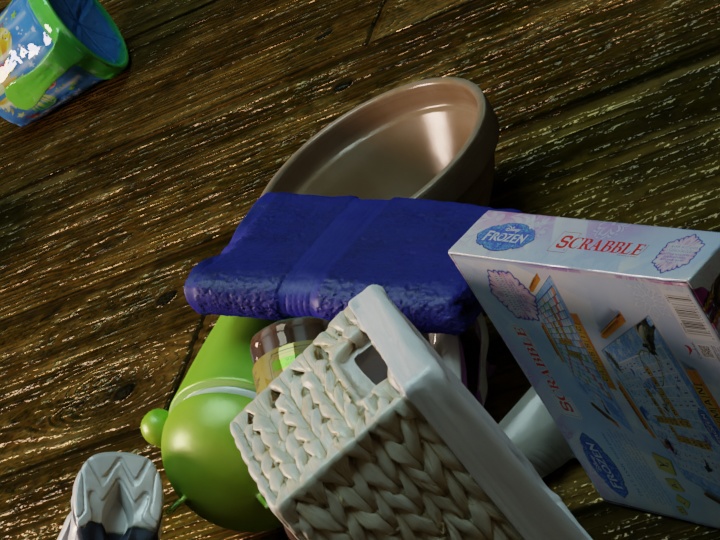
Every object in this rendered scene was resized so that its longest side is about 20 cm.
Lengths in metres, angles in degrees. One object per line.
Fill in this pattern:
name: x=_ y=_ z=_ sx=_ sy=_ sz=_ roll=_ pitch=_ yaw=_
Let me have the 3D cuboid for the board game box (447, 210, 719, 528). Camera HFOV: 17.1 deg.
board game box: x=0.166 y=0.059 z=1.321 sx=0.041 sy=0.200 sz=0.199 roll=-45 pitch=29 yaw=-24

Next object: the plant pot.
plant pot: x=0.026 y=-0.047 z=1.782 sx=0.200 sy=0.093 sz=0.201 roll=-26 pitch=28 yaw=15

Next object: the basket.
basket: x=0.035 y=0.132 z=1.363 sx=0.123 sy=0.200 sz=0.136 roll=-41 pitch=26 yaw=2

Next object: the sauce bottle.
sauce bottle: x=-0.022 y=0.127 z=1.494 sx=0.065 sy=0.065 sz=0.201 roll=-24 pitch=62 yaw=20

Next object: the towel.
towel: x=0.000 y=0.000 z=1.595 sx=0.199 sy=0.050 sz=0.148 roll=4 pitch=30 yaw=24

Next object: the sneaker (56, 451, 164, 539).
sneaker: x=-0.173 y=0.229 z=1.582 sx=0.079 sy=0.130 sz=0.200 roll=2 pitch=69 yaw=-6

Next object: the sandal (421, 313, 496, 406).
sandal: x=0.067 y=0.054 z=1.602 sx=0.050 sy=0.083 sz=0.203 roll=2 pitch=30 yaw=-4

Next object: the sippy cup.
sippy cup: x=-0.329 y=-0.222 z=2.460 sx=0.130 sy=0.140 sz=0.178 roll=-38 pitch=-15 yaw=17

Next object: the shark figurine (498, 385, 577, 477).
shark figurine: x=0.129 y=0.048 z=1.514 sx=0.128 sy=0.090 sz=0.215 roll=-12 pitch=36 yaw=36

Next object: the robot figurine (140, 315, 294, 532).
robot figurine: x=-0.064 y=0.092 z=1.625 sx=0.175 sy=0.116 sz=0.200 roll=-7 pitch=36 yaw=28
